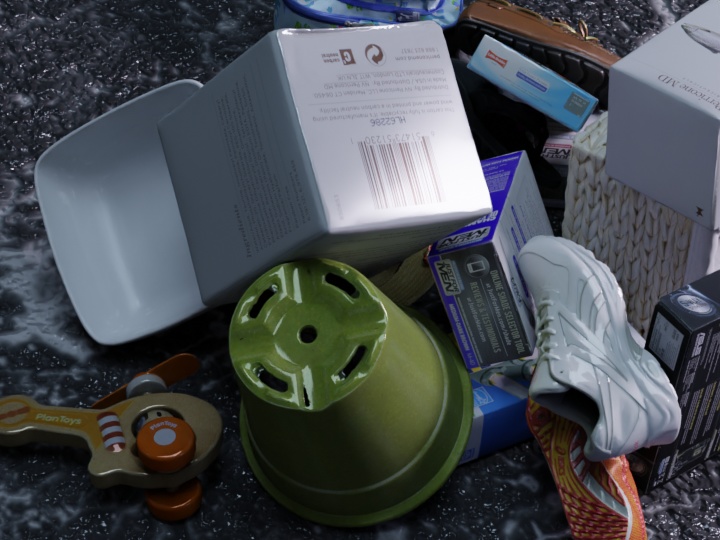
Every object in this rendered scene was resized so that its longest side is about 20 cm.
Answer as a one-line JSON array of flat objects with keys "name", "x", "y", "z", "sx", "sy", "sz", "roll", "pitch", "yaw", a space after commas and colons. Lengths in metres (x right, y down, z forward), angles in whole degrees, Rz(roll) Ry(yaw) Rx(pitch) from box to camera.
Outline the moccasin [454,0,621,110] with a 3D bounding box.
[{"name": "moccasin", "x": 0.195, "y": -0.220, "z": 1.808, "sx": 0.201, "sy": 0.074, "sz": 0.078, "roll": 22, "pitch": 51, "yaw": 23}]

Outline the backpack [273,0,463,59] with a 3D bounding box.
[{"name": "backpack", "x": 0.010, "y": -0.294, "z": 1.903, "sx": 0.199, "sy": 0.147, "sz": 0.183, "roll": 4, "pitch": 41, "yaw": 3}]

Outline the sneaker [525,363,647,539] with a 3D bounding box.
[{"name": "sneaker", "x": 0.184, "y": 0.151, "z": 1.480, "sx": 0.073, "sy": 0.077, "sz": 0.200, "roll": -17, "pitch": 62, "yaw": 18}]

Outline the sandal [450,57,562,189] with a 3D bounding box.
[{"name": "sandal", "x": 0.136, "y": -0.152, "z": 1.725, "sx": 0.075, "sy": 0.048, "sz": 0.201, "roll": 14, "pitch": 31, "yaw": -40}]

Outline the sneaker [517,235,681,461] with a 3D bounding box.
[{"name": "sneaker", "x": 0.168, "y": 0.061, "z": 1.433, "sx": 0.099, "sy": 0.078, "sz": 0.200, "roll": -21, "pitch": 65, "yaw": -20}]

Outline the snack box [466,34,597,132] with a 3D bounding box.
[{"name": "snack box", "x": 0.163, "y": -0.173, "z": 1.679, "sx": 0.116, "sy": 0.037, "sz": 0.200, "roll": 31, "pitch": 8, "yaw": 4}]

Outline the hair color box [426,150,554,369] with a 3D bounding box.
[{"name": "hair color box", "x": 0.117, "y": -0.013, "z": 1.549, "sx": 0.065, "sy": 0.110, "sz": 0.200, "roll": -14, "pitch": 21, "yaw": 18}]

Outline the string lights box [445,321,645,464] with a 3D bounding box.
[{"name": "string lights box", "x": 0.142, "y": 0.088, "z": 1.570, "sx": 0.200, "sy": 0.059, "sz": 0.103, "roll": -18, "pitch": 47, "yaw": -22}]

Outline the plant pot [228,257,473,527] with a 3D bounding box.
[{"name": "plant pot", "x": -0.023, "y": 0.082, "z": 1.418, "sx": 0.199, "sy": 0.190, "sz": 0.201, "roll": -4, "pitch": 68, "yaw": 11}]

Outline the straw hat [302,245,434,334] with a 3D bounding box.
[{"name": "straw hat", "x": 0.000, "y": 0.000, "z": 1.627, "sx": 0.201, "sy": 0.085, "sz": 0.201, "roll": -8, "pitch": 54, "yaw": 11}]

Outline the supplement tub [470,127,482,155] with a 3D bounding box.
[{"name": "supplement tub", "x": 0.020, "y": -0.148, "z": 1.776, "sx": 0.200, "sy": 0.107, "sz": 0.107, "roll": 29, "pitch": 49, "yaw": 25}]

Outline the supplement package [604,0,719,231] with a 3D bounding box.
[{"name": "supplement package", "x": 0.312, "y": -0.145, "z": 1.503, "sx": 0.200, "sy": 0.118, "sz": 0.117, "roll": -35, "pitch": 50, "yaw": -30}]

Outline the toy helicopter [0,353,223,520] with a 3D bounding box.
[{"name": "toy helicopter", "x": -0.210, "y": 0.124, "z": 1.493, "sx": 0.199, "sy": 0.079, "sz": 0.132, "roll": 6, "pitch": 44, "yaw": 9}]

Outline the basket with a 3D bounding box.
[{"name": "basket", "x": 0.297, "y": -0.057, "z": 1.644, "sx": 0.161, "sy": 0.200, "sz": 0.198, "roll": 27, "pitch": 48, "yaw": 29}]

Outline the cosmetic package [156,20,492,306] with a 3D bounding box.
[{"name": "cosmetic package", "x": -0.033, "y": -0.084, "z": 1.449, "sx": 0.167, "sy": 0.200, "sz": 0.167, "roll": -9, "pitch": 78, "yaw": -37}]

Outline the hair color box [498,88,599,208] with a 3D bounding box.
[{"name": "hair color box", "x": 0.190, "y": -0.150, "z": 1.827, "sx": 0.099, "sy": 0.061, "sz": 0.200, "roll": 5, "pitch": 43, "yaw": 1}]

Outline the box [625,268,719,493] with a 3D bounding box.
[{"name": "box", "x": 0.299, "y": 0.078, "z": 1.492, "sx": 0.160, "sy": 0.200, "sz": 0.044, "roll": -24, "pitch": 51, "yaw": -26}]

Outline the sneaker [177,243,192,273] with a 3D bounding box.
[{"name": "sneaker", "x": -0.109, "y": -0.069, "z": 1.701, "sx": 0.200, "sy": 0.075, "sz": 0.106, "roll": -26, "pitch": 55, "yaw": -27}]

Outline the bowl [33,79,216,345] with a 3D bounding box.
[{"name": "bowl", "x": -0.172, "y": -0.047, "z": 1.597, "sx": 0.199, "sy": 0.075, "sz": 0.200, "roll": -25, "pitch": 76, "yaw": 18}]
